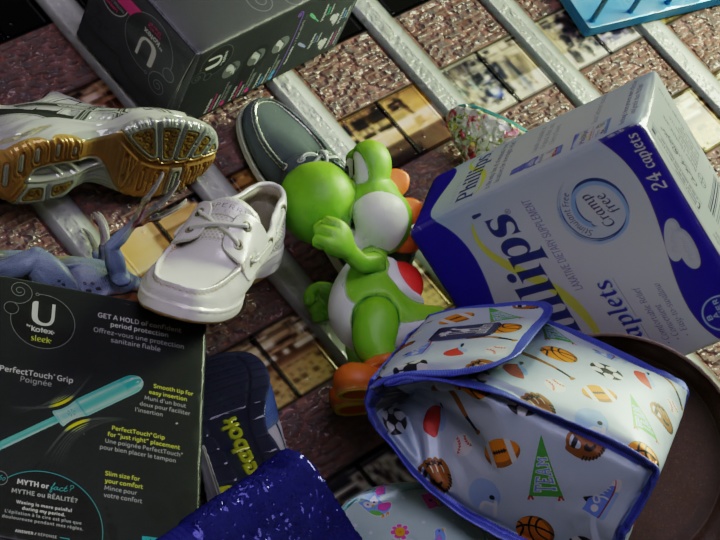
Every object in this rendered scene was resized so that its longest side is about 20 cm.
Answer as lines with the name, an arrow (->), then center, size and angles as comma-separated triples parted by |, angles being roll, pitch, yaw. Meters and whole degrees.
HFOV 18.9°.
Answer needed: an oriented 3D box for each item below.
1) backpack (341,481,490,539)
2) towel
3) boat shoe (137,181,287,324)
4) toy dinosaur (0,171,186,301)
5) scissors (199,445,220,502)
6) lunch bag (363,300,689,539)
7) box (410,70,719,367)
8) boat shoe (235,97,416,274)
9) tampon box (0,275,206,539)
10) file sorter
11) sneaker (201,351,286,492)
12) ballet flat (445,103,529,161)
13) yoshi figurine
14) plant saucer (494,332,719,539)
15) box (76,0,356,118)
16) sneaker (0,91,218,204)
backpack -> 0.037, 0.246, 1.452 | 0.166, 0.127, 0.201 | 0, 53, -20
towel -> -0.077, 0.217, 1.327 | 0.200, 0.050, 0.148 | -33, 91, -35
boat shoe -> -0.100, -0.019, 1.504 | 0.071, 0.070, 0.200 | 20, 21, 8
toy dinosaur -> -0.202, 0.015, 1.573 | 0.181, 0.105, 0.200 | 31, 83, -12
scissors -> -0.076, 0.216, 1.429 | 0.073, 0.014, 0.201 | 1, 91, -11
lunch bag -> 0.111, 0.099, 1.477 | 0.199, 0.124, 0.170 | 26, 20, 9
box -> 0.172, -0.016, 1.602 | 0.184, 0.200, 0.105 | 56, 27, -17
boat shoe -> -0.023, -0.069, 1.695 | 0.073, 0.062, 0.200 | -24, 69, -36
tampon box -> -0.191, 0.129, 1.435 | 0.149, 0.126, 0.201 | 12, 52, -17
file sorter -> 0.268, -0.320, 1.968 | 0.199, 0.123, 0.139 | -16, 64, -32
sneaker -> -0.082, 0.138, 1.520 | 0.074, 0.082, 0.200 | -16, 42, -3
ballet flat -> 0.151, -0.068, 1.769 | 0.199, 0.076, 0.064 | 28, 65, 1
yoshi figurine -> -0.015, 0.001, 1.597 | 0.112, 0.112, 0.201 | 16, 66, -51
plant saucer -> 0.183, 0.142, 1.576 | 0.200, 0.201, 0.034 | 35, 12, 4
box -> -0.109, -0.218, 1.737 | 0.200, 0.106, 0.122 | -32, 73, -37
sneaker -> -0.203, -0.106, 1.637 | 0.199, 0.076, 0.088 | -3, 38, -37
